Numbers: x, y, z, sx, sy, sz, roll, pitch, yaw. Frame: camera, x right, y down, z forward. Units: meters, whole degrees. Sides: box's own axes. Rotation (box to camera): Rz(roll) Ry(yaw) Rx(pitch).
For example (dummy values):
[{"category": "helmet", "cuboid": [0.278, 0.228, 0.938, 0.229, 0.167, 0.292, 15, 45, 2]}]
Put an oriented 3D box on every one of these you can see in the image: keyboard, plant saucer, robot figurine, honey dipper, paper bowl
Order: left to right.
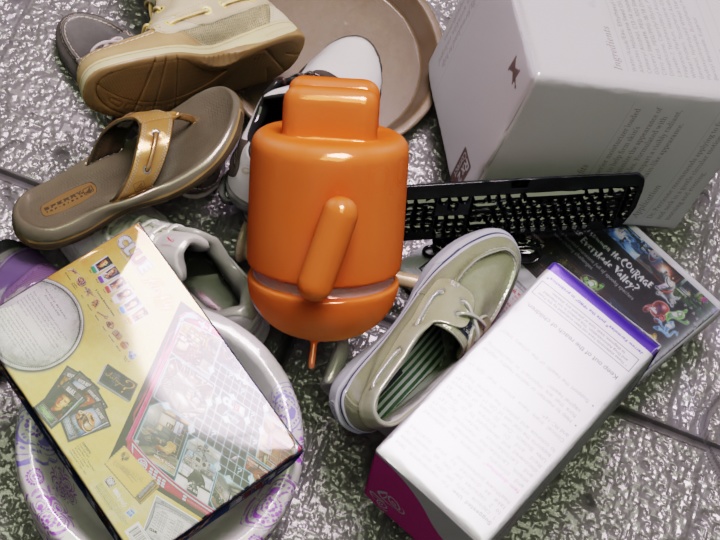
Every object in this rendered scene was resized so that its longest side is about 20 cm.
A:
[{"category": "paper bowl", "cuboid": [-0.144, 0.132, 0.989, 0.199, 0.104, 0.202, 3, 67, -8]}, {"category": "robot figurine", "cuboid": [-0.025, -0.035, 0.986, 0.116, 0.144, 0.201, -10, 113, -35]}, {"category": "plant saucer", "cuboid": [-0.026, -0.186, 1.179, 0.199, 0.029, 0.201, 3, 68, -7]}, {"category": "honey dipper", "cuboid": [0.000, 0.000, 1.087, 0.199, 0.038, 0.038, 15, 66, 6]}, {"category": "keyboard", "cuboid": [0.118, -0.033, 1.070, 0.199, 0.104, 0.040, -3, 64, -5]}]

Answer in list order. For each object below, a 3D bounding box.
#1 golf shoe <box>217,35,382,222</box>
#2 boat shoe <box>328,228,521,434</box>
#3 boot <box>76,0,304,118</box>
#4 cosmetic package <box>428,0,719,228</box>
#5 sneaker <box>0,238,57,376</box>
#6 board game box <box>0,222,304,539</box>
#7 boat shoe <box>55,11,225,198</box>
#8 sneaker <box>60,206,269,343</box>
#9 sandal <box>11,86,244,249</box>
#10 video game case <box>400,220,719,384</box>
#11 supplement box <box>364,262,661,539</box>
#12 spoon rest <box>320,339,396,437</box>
[{"category": "golf shoe", "cuboid": [-0.036, -0.125, 1.085, 0.077, 0.095, 0.200, 29, 61, 5]}, {"category": "boat shoe", "cuboid": [0.061, 0.047, 1.009, 0.200, 0.062, 0.072, -48, 116, -21]}, {"category": "boot", "cuboid": [-0.162, -0.209, 1.098, 0.199, 0.073, 0.156, -21, 66, -32]}, {"category": "cosmetic package", "cuboid": [0.181, -0.150, 1.096, 0.199, 0.165, 0.166, 4, 54, -18]}, {"category": "sneaker", "cuboid": [-0.315, 0.049, 1.024, 0.199, 0.076, 0.088, -31, 61, -23]}, {"category": "board game box", "cuboid": [-0.151, 0.083, 0.933, 0.135, 0.035, 0.200, -32, 77, -20]}, {"category": "boat shoe", "cuboid": [-0.178, -0.147, 1.122, 0.067, 0.057, 0.200, -37, 78, -21]}, {"category": "sneaker", "cuboid": [-0.151, -0.015, 1.050, 0.199, 0.099, 0.078, 30, 66, 4]}, {"category": "sandal", "cuboid": [-0.175, -0.085, 1.031, 0.199, 0.054, 0.080, -29, 48, -13]}, {"category": "video game case", "cuboid": [0.160, 0.017, 1.112, 0.181, 0.023, 0.200, -36, 66, -20]}, {"category": "supplement box", "cuboid": [0.107, 0.108, 0.982, 0.103, 0.101, 0.200, 39, 66, 13]}, {"category": "spoon rest", "cuboid": [0.057, 0.115, 1.064, 0.199, 0.061, 0.100, 28, 67, -12]}]
